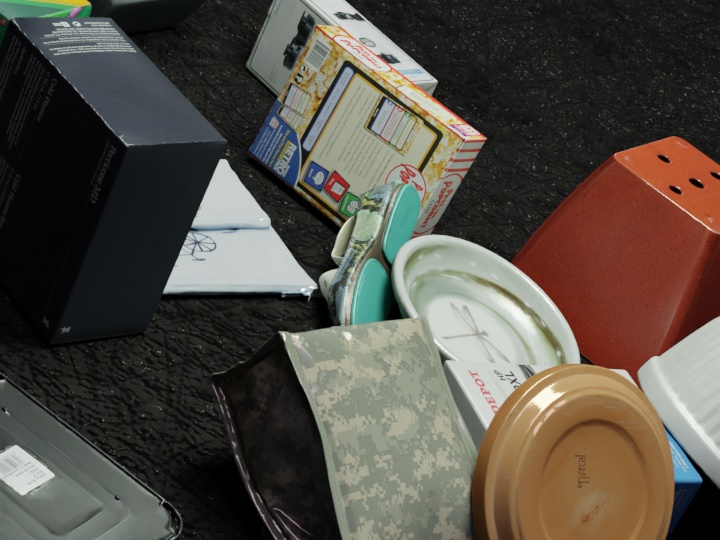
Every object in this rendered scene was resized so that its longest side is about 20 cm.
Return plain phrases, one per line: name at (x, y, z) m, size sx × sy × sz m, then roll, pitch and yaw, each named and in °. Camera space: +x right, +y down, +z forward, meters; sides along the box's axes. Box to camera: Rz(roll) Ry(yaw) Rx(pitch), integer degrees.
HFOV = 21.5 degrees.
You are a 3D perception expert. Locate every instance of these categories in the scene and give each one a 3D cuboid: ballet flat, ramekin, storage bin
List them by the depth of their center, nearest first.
storage bin at (-0.237, 0.168, 1.267) m, size 0.200 × 0.094 × 0.135 m, roll 36°, pitch 32°, yaw 16°
ramekin at (0.350, 0.131, 1.680) m, size 0.200 × 0.105 × 0.200 m, roll 44°, pitch 14°, yaw -14°
ballet flat at (0.000, 0.000, 1.732) m, size 0.074 × 0.074 × 0.200 m, roll 25°, pitch 48°, yaw -1°
storage bin at (-0.258, -0.319, 1.996) m, size 0.200 × 0.146 × 0.134 m, roll -17°, pitch 77°, yaw -50°

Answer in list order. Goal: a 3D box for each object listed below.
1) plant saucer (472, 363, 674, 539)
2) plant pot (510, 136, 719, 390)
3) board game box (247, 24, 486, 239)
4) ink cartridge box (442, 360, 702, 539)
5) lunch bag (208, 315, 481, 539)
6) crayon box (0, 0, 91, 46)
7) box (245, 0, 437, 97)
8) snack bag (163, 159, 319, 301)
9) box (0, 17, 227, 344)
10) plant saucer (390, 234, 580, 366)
plant saucer at (0.173, 0.173, 1.484) m, size 0.200 × 0.201 × 0.032 m, roll 1°, pitch -1°, yaw -36°
plant pot at (0.294, -0.017, 1.872) m, size 0.200 × 0.176 × 0.200 m, roll 41°, pitch 33°, yaw 24°
board game box at (0.003, -0.120, 1.838) m, size 0.200 × 0.152 × 0.046 m, roll 40°, pitch 23°, yaw 22°
ink cartridge box at (0.162, 0.155, 1.594) m, size 0.200 × 0.084 × 0.145 m, roll 4°, pitch 37°, yaw -32°
lunch bag at (0.000, 0.148, 1.445) m, size 0.164 × 0.118 × 0.200 m, roll -6°, pitch 69°, yaw -45°
crayon box at (-0.384, -0.285, 1.903) m, size 0.200 × 0.058 × 0.119 m, roll 36°, pitch 32°, yaw 19°
box at (-0.023, -0.207, 1.995) m, size 0.060 × 0.117 × 0.200 m, roll -12°, pitch 45°, yaw -46°
snack bag at (-0.155, -0.041, 1.729) m, size 0.188 × 0.021 × 0.200 m, roll 1°, pitch 38°, yaw -37°
box at (-0.228, -0.075, 1.549) m, size 0.104 × 0.200 × 0.182 m, roll -6°, pitch 43°, yaw -43°
plant saucer at (0.105, 0.054, 1.729) m, size 0.200 × 0.050 × 0.200 m, roll 25°, pitch 33°, yaw -17°
